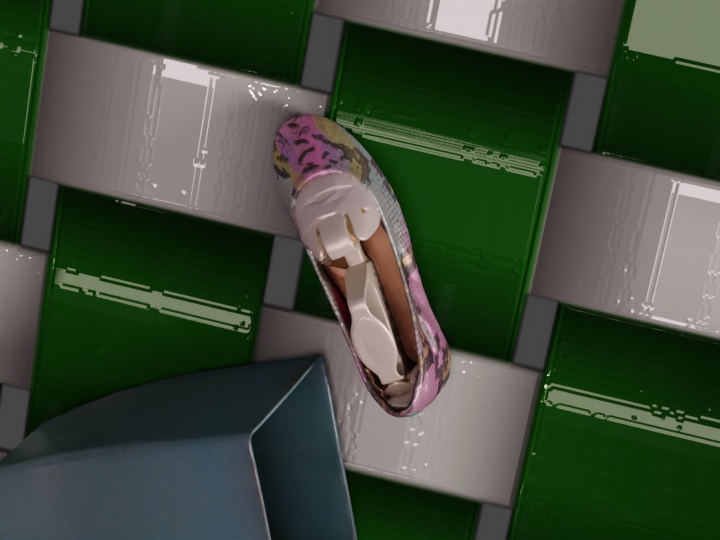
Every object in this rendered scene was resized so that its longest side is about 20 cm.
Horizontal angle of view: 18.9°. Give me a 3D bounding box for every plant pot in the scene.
[{"bbox_3d":[-0.125,0.150,1.374,0.198,0.141,0.143,-5,107,19],"label":"plant pot"}]

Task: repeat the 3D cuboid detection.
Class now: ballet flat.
[{"bbox_3d":[0.000,0.000,1.336,0.069,0.071,0.201,-20,103,17],"label":"ballet flat"}]
